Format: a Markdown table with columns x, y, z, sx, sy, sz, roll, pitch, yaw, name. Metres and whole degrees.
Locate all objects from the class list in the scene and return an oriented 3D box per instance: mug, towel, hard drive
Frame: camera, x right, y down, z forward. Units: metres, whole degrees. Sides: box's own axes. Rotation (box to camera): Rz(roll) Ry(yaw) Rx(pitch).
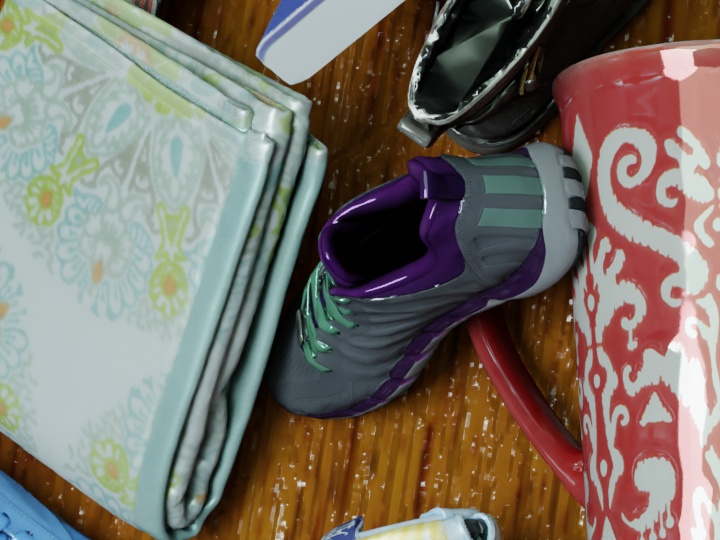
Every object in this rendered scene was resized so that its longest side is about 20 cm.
| x | y | z | sx | sy | sz | roll | pitch | yaw | name |
| --- | --- | --- | --- | --- | --- | --- | --- | --- | --- |
| 0.133 | 0.027 | 1.132 | 0.133 | 0.177 | 0.201 | 5 | 78 | -26 | mug |
| -0.105 | -0.009 | 1.196 | 0.171 | 0.048 | 0.201 | 32 | 112 | 34 | towel |
| 0.033 | -0.176 | 1.161 | 0.132 | 0.025 | 0.201 | -35 | 23 | 44 | hard drive |

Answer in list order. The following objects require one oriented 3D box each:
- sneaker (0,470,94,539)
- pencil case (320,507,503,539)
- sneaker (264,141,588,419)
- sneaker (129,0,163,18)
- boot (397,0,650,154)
| x | y | z | sx | sy | sz | roll | pitch | yaw | name |
| --- | --- | --- | --- | --- | --- | --- | --- | --- | --- |
| -0.157 | 0.121 | 1.204 | 0.200 | 0.078 | 0.066 | 35 | 86 | 21 | sneaker |
| 0.039 | 0.195 | 1.119 | 0.090 | 0.083 | 0.201 | -23 | 70 | 30 | pencil case |
| 0.000 | 0.000 | 1.136 | 0.200 | 0.087 | 0.075 | -38 | 56 | 45 | sneaker |
| -0.061 | -0.172 | 1.264 | 0.082 | 0.078 | 0.200 | 42 | 86 | -5 | sneaker |
| 0.083 | -0.126 | 1.138 | 0.069 | 0.174 | 0.201 | 30 | 89 | 7 | boot |
